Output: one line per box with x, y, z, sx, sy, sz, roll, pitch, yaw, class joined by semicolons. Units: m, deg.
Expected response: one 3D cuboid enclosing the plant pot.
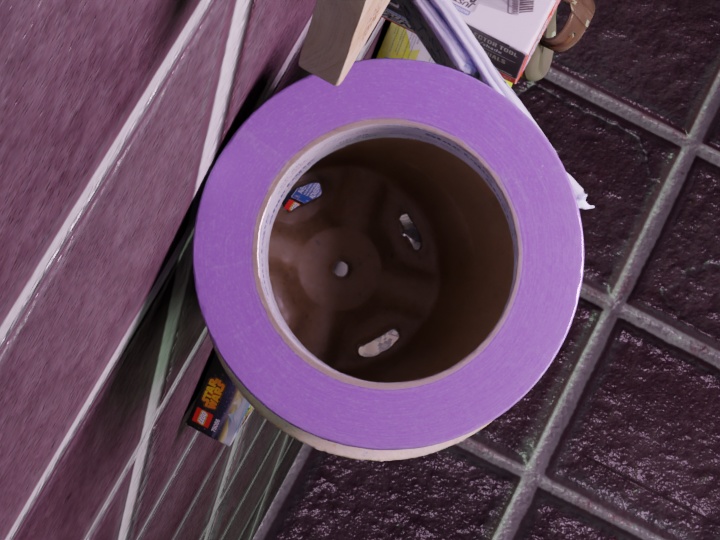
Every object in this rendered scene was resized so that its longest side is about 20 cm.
0.000;0.000;1.495;0.201;0.200;0.183;-63;-172;-2;plant pot

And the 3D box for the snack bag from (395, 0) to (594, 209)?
0.064;-0.110;1.477;0.021;0.200;0.189;-35;179;1;snack bag

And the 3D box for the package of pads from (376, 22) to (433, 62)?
0.079;-0.210;1.897;0.200;0.068;0.155;-61;177;-34;package of pads

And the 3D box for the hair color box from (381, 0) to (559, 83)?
0.096;-0.232;1.625;0.200;0.111;0.064;-62;176;-16;hair color box

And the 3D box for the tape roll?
0.015;-0.007;1.347;0.200;0.200;0.066;-63;177;-2;tape roll

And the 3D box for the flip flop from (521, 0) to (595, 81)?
0.151;-0.197;1.996;0.200;0.058;0.081;83;28;-71;flip flop

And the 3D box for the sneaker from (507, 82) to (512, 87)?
0.083;-0.186;2.090;0.074;0.084;0.200;-38;-145;47;sneaker

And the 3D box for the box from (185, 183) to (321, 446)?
-0.053;0.009;1.820;0.200;0.040;0.137;-65;175;33;box

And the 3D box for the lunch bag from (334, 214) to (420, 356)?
0.022;0.007;2.319;0.200;0.118;0.164;-59;177;16;lunch bag

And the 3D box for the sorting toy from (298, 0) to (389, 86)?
0.020;-0.207;0.983;0.200;0.070;0.199;-61;176;-31;sorting toy
